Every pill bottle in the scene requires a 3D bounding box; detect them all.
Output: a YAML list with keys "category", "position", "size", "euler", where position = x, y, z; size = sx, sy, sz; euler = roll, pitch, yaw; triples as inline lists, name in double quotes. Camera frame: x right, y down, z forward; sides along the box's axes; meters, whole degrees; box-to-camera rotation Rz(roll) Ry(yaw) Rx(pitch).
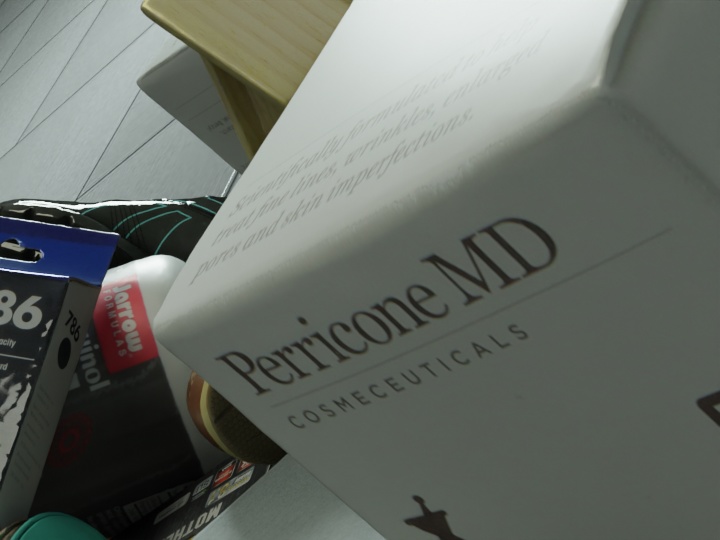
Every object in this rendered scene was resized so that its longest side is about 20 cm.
- category: "pill bottle"
  position: [-0.111, 0.059, 0.929]
  size: [0.199, 0.111, 0.111]
  euler: [-20, 19, -1]

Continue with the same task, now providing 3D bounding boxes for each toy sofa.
- category: "toy sofa"
  position: [-0.013, -0.081, 0.904]
  size: [0.098, 0.083, 0.200]
  euler: [-50, -22, -12]

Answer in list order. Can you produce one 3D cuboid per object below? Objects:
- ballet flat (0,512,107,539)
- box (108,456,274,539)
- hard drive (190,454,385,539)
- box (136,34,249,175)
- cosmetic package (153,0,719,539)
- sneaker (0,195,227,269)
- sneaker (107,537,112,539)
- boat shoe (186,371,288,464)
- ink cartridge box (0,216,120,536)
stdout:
- category: "ballet flat"
  position: [-0.121, 0.155, 0.761]
  size: [0.067, 0.068, 0.200]
  euler: [-53, 16, 12]
- category: "box"
  position: [-0.096, 0.169, 0.851]
  size: [0.200, 0.048, 0.159]
  euler: [-36, 21, 36]
- category: "hard drive"
  position: [0.015, 0.079, 0.717]
  size: [0.200, 0.033, 0.139]
  euler: [-41, 21, -17]
- category: "box"
  position: [0.015, -0.156, 1.127]
  size: [0.200, 0.131, 0.200]
  euler: [-25, 29, 53]
- category: "cosmetic package"
  position: [0.095, -0.004, 0.498]
  size: [0.165, 0.200, 0.166]
  euler: [-28, 27, 50]
- category: "sneaker"
  position: [-0.091, 0.001, 1.032]
  size: [0.079, 0.199, 0.076]
  euler: [-56, -25, -57]
- category: "sneaker"
  position: [-0.111, 0.084, 1.050]
  size: [0.074, 0.090, 0.201]
  euler: [-13, 43, -5]
- category: "boat shoe"
  position: [0.000, -0.001, 0.832]
  size: [0.067, 0.072, 0.200]
  euler: [1, 42, 52]
- category: "ink cartridge box"
  position: [-0.173, 0.056, 0.856]
  size: [0.099, 0.039, 0.201]
  euler: [7, 62, 15]
